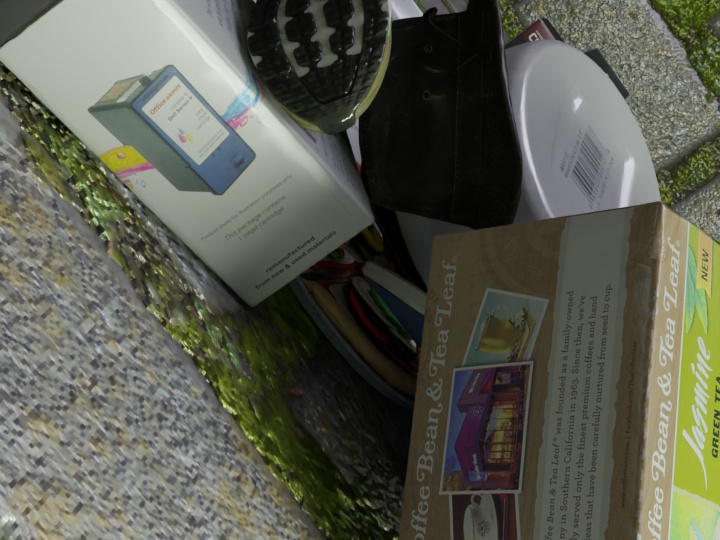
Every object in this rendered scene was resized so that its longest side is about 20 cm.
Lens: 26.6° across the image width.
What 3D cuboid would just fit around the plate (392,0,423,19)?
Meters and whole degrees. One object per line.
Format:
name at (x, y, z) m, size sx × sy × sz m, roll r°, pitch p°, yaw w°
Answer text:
plate at (0.012, -0.202, 1.180) m, size 0.200 × 0.032 × 0.200 m, roll 55°, pitch 15°, yaw 6°

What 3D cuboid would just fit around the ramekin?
ramekin at (0.117, -0.054, 1.007) m, size 0.200 × 0.097 × 0.202 m, roll 26°, pitch 56°, yaw -44°

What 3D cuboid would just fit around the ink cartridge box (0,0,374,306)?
ink cartridge box at (-0.092, -0.102, 0.796) m, size 0.200 × 0.087 × 0.146 m, roll 48°, pitch 15°, yaw -33°

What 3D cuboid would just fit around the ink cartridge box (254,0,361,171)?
ink cartridge box at (-0.036, -0.125, 1.001) m, size 0.160 × 0.047 × 0.200 m, roll 45°, pitch 21°, yaw 7°

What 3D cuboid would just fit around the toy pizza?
toy pizza at (0.000, 0.000, 0.966) m, size 0.200 × 0.032 × 0.201 m, roll 50°, pitch 16°, yaw -19°

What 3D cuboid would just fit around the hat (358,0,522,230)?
hat at (0.038, -0.083, 0.837) m, size 0.201 × 0.080 × 0.203 m, roll 180°, pitch -90°, yaw -87°

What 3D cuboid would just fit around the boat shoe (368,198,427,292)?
boat shoe at (0.068, 0.018, 1.079) m, size 0.201 × 0.073 × 0.063 m, roll 54°, pitch 21°, yaw 20°

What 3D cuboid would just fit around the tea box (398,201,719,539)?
tea box at (0.129, 0.100, 0.730) m, size 0.196 × 0.133 × 0.202 m, roll 25°, pitch 65°, yaw -45°

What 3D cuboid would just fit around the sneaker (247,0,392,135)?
sneaker at (-0.014, -0.122, 0.799) m, size 0.201 × 0.076 × 0.089 m, roll -100°, pitch 169°, yaw -51°

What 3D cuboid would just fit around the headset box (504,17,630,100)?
headset box at (0.138, -0.112, 1.314) m, size 0.149 × 0.199 × 0.075 m, roll 53°, pitch 15°, yaw 0°

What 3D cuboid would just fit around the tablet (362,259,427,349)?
tablet at (0.081, 0.078, 0.887) m, size 0.130 × 0.014 × 0.200 m, roll 35°, pitch -13°, yaw 48°
